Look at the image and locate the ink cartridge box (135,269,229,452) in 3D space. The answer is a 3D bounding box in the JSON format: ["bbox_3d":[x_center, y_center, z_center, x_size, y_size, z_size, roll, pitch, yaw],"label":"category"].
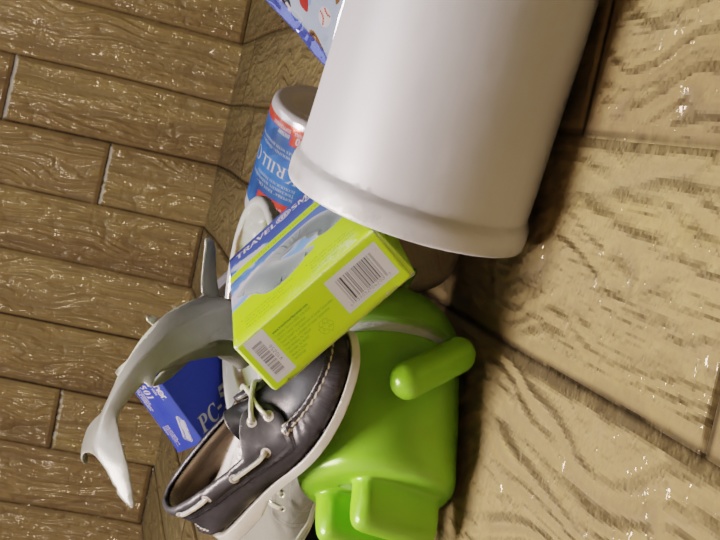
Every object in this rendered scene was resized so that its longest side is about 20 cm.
[{"bbox_3d":[-0.130,0.072,1.231,0.044,0.095,0.200,-25,16,42],"label":"ink cartridge box"}]

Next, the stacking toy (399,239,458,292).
[{"bbox_3d":[0.000,0.000,1.087,0.200,0.084,0.087,-33,46,58],"label":"stacking toy"}]

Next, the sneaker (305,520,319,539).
[{"bbox_3d":[-0.053,0.216,1.213,0.141,0.077,0.201,65,179,-46],"label":"sneaker"}]

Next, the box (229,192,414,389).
[{"bbox_3d":[-0.034,-0.006,0.916,0.122,0.048,0.200,-40,19,7],"label":"box"}]

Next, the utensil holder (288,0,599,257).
[{"bbox_3d":[0.059,-0.133,0.855,0.170,0.167,0.203,-113,39,-68],"label":"utensil holder"}]

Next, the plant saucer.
[{"bbox_3d":[-0.077,0.039,1.119,0.200,0.049,0.204,-176,90,-73],"label":"plant saucer"}]

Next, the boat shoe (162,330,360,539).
[{"bbox_3d":[-0.071,0.111,0.906,0.200,0.060,0.074,-51,28,32],"label":"boat shoe"}]

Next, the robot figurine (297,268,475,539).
[{"bbox_3d":[0.015,0.101,0.949,0.175,0.115,0.203,-31,46,49],"label":"robot figurine"}]

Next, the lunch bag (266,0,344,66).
[{"bbox_3d":[0.044,-0.261,0.991,0.124,0.198,0.171,52,139,30],"label":"lunch bag"}]

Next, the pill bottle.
[{"bbox_3d":[-0.073,-0.103,1.524,0.113,0.110,0.202,-99,24,-58],"label":"pill bottle"}]

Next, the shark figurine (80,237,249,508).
[{"bbox_3d":[-0.116,0.065,0.940,0.214,0.088,0.130,-38,-38,-53],"label":"shark figurine"}]

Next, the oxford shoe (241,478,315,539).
[{"bbox_3d":[-0.061,0.167,1.083,0.075,0.057,0.202,43,113,40],"label":"oxford shoe"}]
